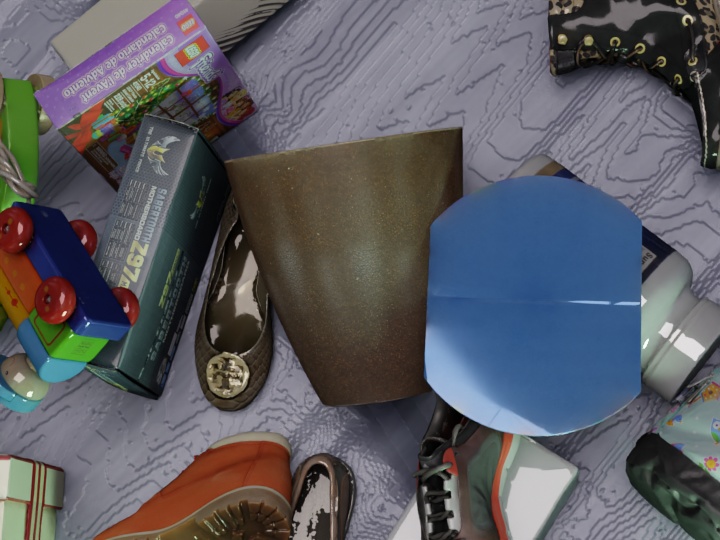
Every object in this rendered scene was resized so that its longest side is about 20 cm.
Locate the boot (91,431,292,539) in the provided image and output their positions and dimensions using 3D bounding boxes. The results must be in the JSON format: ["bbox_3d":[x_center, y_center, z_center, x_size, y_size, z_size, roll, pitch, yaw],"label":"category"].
[{"bbox_3d":[-0.136,0.195,1.619,0.200,0.075,0.107,-24,33,21],"label":"boot"}]

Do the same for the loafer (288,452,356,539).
[{"bbox_3d":[-0.046,0.240,1.597,0.072,0.063,0.200,6,79,8],"label":"loafer"}]

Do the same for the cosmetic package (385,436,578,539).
[{"bbox_3d":[0.077,0.216,1.583,0.102,0.074,0.200,32,82,13],"label":"cosmetic package"}]

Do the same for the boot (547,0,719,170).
[{"bbox_3d":[0.227,-0.171,1.641,0.151,0.073,0.200,-3,74,6],"label":"boot"}]

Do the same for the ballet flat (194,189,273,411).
[{"bbox_3d":[-0.097,0.014,1.658,0.067,0.046,0.200,9,80,10],"label":"ballet flat"}]

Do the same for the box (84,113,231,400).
[{"bbox_3d":[-0.164,-0.007,1.615,0.051,0.158,0.200,16,80,10],"label":"box"}]

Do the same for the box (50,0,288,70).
[{"bbox_3d":[-0.149,-0.212,1.690,0.200,0.068,0.082,-39,53,-1],"label":"box"}]

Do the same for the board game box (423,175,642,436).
[{"bbox_3d":[0.129,0.030,1.523,0.158,0.039,0.200,1,72,5],"label":"board game box"}]

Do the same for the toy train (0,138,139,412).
[{"bbox_3d":[-0.260,0.000,1.527,0.116,0.085,0.200,-47,60,21],"label":"toy train"}]

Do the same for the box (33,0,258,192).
[{"bbox_3d":[-0.164,-0.132,1.618,0.137,0.200,0.039,-35,74,0],"label":"box"}]

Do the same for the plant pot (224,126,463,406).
[{"bbox_3d":[0.000,0.000,1.595,0.187,0.187,0.200,-7,93,6],"label":"plant pot"}]

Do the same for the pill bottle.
[{"bbox_3d":[0.186,0.009,1.590,0.200,0.111,0.111,38,85,13],"label":"pill bottle"}]

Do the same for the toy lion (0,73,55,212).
[{"bbox_3d":[-0.312,-0.048,1.637,0.069,0.200,0.192,6,76,-34],"label":"toy lion"}]

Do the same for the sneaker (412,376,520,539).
[{"bbox_3d":[0.062,0.168,1.496,0.077,0.082,0.200,-17,54,36],"label":"sneaker"}]

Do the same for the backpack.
[{"bbox_3d":[0.317,0.124,1.543,0.167,0.127,0.200,42,83,16],"label":"backpack"}]

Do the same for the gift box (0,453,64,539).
[{"bbox_3d":[-0.345,0.210,1.581,0.200,0.185,0.187,4,81,2],"label":"gift box"}]
